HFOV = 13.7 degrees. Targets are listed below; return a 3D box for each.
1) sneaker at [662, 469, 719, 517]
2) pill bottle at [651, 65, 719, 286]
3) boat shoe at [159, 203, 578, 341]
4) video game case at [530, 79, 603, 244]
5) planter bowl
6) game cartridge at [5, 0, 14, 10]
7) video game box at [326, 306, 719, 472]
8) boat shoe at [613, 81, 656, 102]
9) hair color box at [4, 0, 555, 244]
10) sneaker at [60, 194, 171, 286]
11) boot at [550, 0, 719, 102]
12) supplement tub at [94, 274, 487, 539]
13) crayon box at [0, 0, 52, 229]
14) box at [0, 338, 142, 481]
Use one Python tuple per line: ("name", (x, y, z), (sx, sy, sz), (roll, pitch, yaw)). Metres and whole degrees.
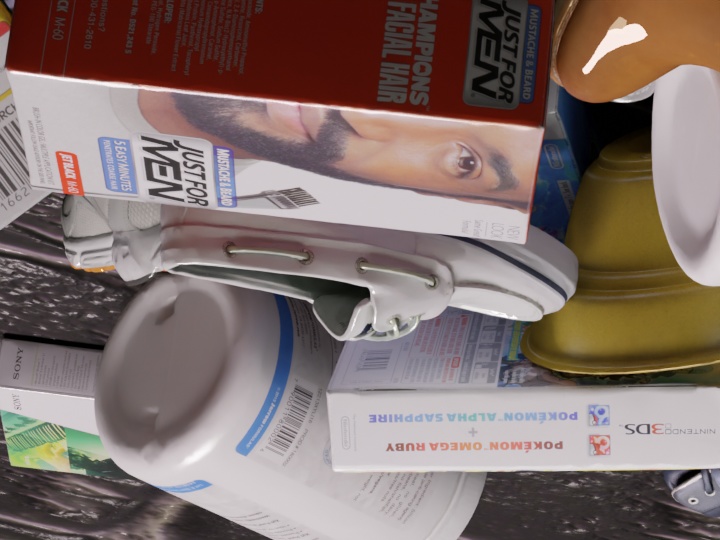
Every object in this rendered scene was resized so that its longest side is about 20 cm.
("sneaker", (0.212, 0.079, 1.651), (0.145, 0.077, 0.202), (-12, 152, 32))
("pill bottle", (0.231, -0.055, 1.257), (0.199, 0.115, 0.114), (-3, 159, -11))
("boat shoe", (0.000, 0.000, 1.292), (0.199, 0.067, 0.073), (16, 162, -20))
("video game case", (0.024, -0.051, 1.446), (0.180, 0.046, 0.200), (2, 157, 15))
("planter bowl", (0.160, -0.024, 1.367), (0.199, 0.084, 0.200), (-14, -168, 3))
("game cartridge", (-0.136, -0.122, 1.348), (0.199, 0.039, 0.129), (-13, 145, 40))
("video game box", (0.084, 0.048, 1.432), (0.181, 0.047, 0.200), (-3, -167, 7))
("boat shoe", (0.096, -0.111, 1.252), (0.071, 0.069, 0.200), (3, 156, 10))
("hair color box", (-0.029, -0.067, 1.141), (0.199, 0.064, 0.111), (5, 157, 2))
("sneaker", (-0.109, -0.050, 1.464), (0.075, 0.093, 0.200), (-18, -172, -16))
("boot", (0.167, -0.077, 1.138), (0.200, 0.156, 0.077), (-34, 155, 28))
("supplement tub", (-0.038, 0.084, 1.672), (0.131, 0.133, 0.200), (-13, 149, 40))
("crayon box", (-0.210, -0.094, 1.220), (0.200, 0.127, 0.051), (56, 178, -23))
("box", (-0.122, 0.094, 1.842), (0.199, 0.037, 0.145), (8, 157, 1))
